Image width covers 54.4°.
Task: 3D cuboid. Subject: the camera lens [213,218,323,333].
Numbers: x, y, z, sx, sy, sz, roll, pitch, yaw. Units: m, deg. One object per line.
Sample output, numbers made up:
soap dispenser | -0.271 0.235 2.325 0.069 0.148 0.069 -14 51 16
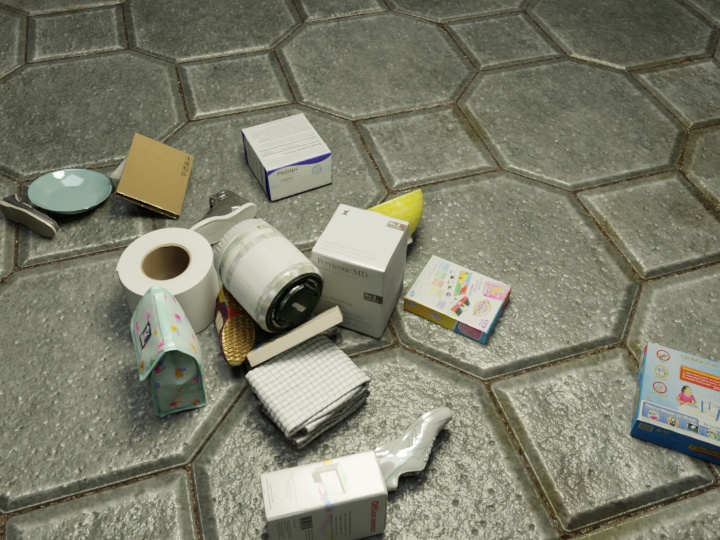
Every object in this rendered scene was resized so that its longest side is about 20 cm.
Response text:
camera lens | -0.184 0.012 1.410 0.159 0.162 0.200 -32 58 -28

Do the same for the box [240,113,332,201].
box | -0.194 -0.300 1.846 0.181 0.106 0.201 -19 49 -18

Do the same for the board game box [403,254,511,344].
board game box | 0.215 0.060 1.553 0.197 0.041 0.154 23 51 20

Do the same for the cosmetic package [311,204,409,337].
cosmetic package | 0.000 0.000 1.495 0.162 0.203 0.166 15 46 14

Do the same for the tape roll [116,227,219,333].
tape roll | -0.406 0.028 1.509 0.198 0.141 0.205 0 46 0

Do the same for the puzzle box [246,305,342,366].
puzzle box | -0.128 0.128 1.400 0.197 0.133 0.026 -27 93 -1

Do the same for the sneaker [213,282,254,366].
sneaker | -0.267 0.120 1.468 0.074 0.090 0.203 9 52 -22

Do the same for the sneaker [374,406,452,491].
sneaker | 0.101 0.328 1.289 0.199 0.071 0.080 -33 64 -21

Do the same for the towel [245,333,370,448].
towel | -0.101 0.233 1.361 0.198 0.087 0.165 -30 55 -28

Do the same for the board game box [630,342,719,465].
board game box | 0.639 0.257 1.361 0.196 0.057 0.197 17 48 15

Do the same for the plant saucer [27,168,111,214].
plant saucer | -0.730 -0.190 1.768 0.196 0.039 0.203 6 37 -5

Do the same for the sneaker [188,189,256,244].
sneaker | -0.358 -0.131 1.713 0.099 0.072 0.199 35 49 30

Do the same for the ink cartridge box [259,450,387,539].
ink cartridge box | -0.060 0.389 1.167 0.196 0.147 0.085 -10 47 -10

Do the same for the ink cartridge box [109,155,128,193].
ink cartridge box | -0.559 -0.274 1.848 0.102 0.060 0.202 14 48 12

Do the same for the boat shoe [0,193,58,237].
boat shoe | -0.802 -0.143 1.714 0.197 0.073 0.063 21 52 25

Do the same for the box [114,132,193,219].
box | -0.516 -0.241 1.772 0.161 0.021 0.203 21 52 -23

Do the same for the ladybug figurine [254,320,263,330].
ladybug figurine | -0.170 0.058 1.528 0.133 0.073 0.201 19 50 15

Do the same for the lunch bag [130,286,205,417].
lunch bag | -0.371 0.152 1.350 0.120 0.202 0.172 -14 48 -14

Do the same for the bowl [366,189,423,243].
bowl | 0.069 -0.104 1.645 0.197 0.200 0.110 -22 93 -20
